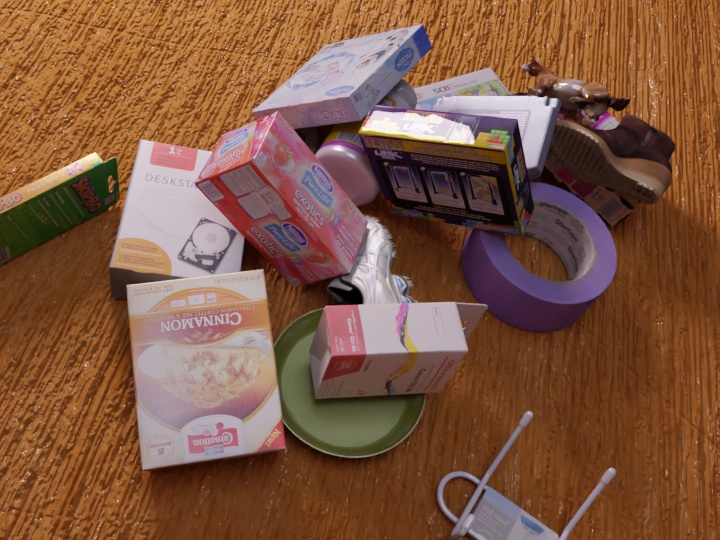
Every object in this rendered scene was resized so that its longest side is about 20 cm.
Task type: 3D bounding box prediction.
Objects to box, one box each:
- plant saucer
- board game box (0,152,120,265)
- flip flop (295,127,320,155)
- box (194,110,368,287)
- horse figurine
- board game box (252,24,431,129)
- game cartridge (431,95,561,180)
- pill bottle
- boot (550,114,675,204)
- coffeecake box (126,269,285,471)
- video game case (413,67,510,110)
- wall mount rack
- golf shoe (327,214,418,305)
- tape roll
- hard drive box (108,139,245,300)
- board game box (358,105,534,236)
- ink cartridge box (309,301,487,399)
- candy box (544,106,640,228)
[{"bbox_3d":[-0.018,0.138,0.964,0.199,0.031,0.200,7,58,-11],"label":"plant saucer"},{"bbox_3d":[-0.388,-0.074,0.962,0.200,0.096,0.030,-32,70,-29],"label":"board game box"},{"bbox_3d":[-0.100,-0.144,1.103,0.081,0.058,0.200,18,57,-3],"label":"flip flop"},{"bbox_3d":[-0.092,-0.084,0.971,0.200,0.102,0.095,48,44,-32],"label":"box"},{"bbox_3d":[0.313,-0.263,1.170,0.200,0.050,0.132,24,34,30],"label":"horse figurine"},{"bbox_3d":[-0.028,-0.279,1.143,0.200,0.043,0.199,3,42,43],"label":"board game box"},{"bbox_3d":[0.182,-0.191,1.143,0.200,0.040,0.134,10,71,35],"label":"game cartridge"},{"bbox_3d":[0.014,-0.195,1.137,0.104,0.104,0.200,27,56,3],"label":"pill bottle"},{"bbox_3d":[0.380,-0.191,1.180,0.200,0.072,0.166,33,45,1],"label":"boot"},{"bbox_3d":[-0.172,0.111,0.874,0.153,0.073,0.201,-7,77,-10],"label":"coffeecake box"},{"bbox_3d":[0.191,-0.233,1.255,0.182,0.022,0.200,-21,66,-25],"label":"video game case"},{"bbox_3d":[0.198,0.274,0.907,0.200,0.075,0.174,35,57,7],"label":"wall mount rack"},{"bbox_3d":[0.000,0.000,1.009,0.097,0.078,0.200,-4,44,-20],"label":"golf shoe"},{"bbox_3d":[0.250,-0.020,1.100,0.199,0.085,0.200,7,58,-11],"label":"tape roll"},{"bbox_3d":[-0.225,-0.057,1.006,0.155,0.077,0.200,8,57,-10],"label":"hard drive box"},{"bbox_3d":[0.114,-0.130,1.016,0.200,0.165,0.057,12,59,27],"label":"board game box"},{"bbox_3d":[0.049,0.095,0.920,0.199,0.117,0.068,-1,58,-15],"label":"ink cartridge box"},{"bbox_3d":[0.365,-0.183,1.230,0.200,0.061,0.136,42,57,3],"label":"candy box"}]
